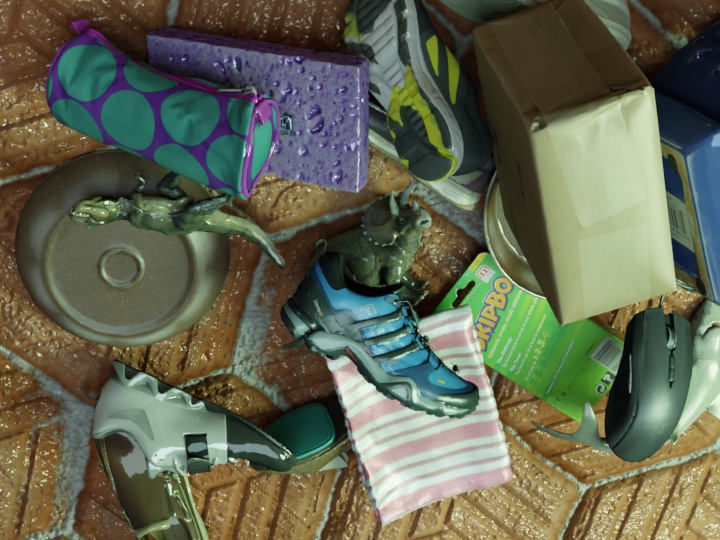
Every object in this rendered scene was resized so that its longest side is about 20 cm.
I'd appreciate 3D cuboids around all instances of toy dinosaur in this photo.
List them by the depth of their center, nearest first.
[{"bbox_3d":[-0.150,-0.059,1.336,0.197,0.048,0.089,12,128,-13],"label":"toy dinosaur"},{"bbox_3d":[0.000,0.000,1.412,0.199,0.077,0.103,-32,99,23],"label":"toy dinosaur"}]

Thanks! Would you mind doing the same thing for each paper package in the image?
[{"bbox_3d":[0.171,-0.092,1.236,0.102,0.191,0.202,-17,125,-2],"label":"paper package"}]

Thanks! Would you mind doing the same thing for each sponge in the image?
[{"bbox_3d":[-0.087,-0.138,1.300,0.198,0.030,0.113,11,118,19],"label":"sponge"}]

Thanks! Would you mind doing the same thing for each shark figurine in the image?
[{"bbox_3d":[0.277,0.133,1.480,0.213,0.089,0.129,-33,106,-19],"label":"shark figurine"}]

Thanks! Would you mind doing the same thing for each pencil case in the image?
[{"bbox_3d":[-0.162,-0.133,1.268,0.198,0.085,0.093,21,115,16],"label":"pencil case"}]

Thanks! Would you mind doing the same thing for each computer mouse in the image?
[{"bbox_3d":[0.253,0.070,1.391,0.139,0.046,0.202,20,85,-27],"label":"computer mouse"}]

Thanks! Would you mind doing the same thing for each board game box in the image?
[{"bbox_3d":[0.165,0.061,1.472,0.199,0.030,0.096,31,109,-22],"label":"board game box"}]

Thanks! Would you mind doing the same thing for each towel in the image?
[{"bbox_3d":[0.058,0.137,1.439,0.145,0.030,0.202,-18,118,-3],"label":"towel"}]

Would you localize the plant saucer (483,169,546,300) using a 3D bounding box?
[{"bbox_3d":[0.202,-0.067,1.393,0.197,0.035,0.203,-6,119,-11],"label":"plant saucer"}]

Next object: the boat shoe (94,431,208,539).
[{"bbox_3d":[-0.199,0.228,1.499,0.074,0.075,0.204,-23,117,7],"label":"boat shoe"}]

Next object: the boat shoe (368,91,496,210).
[{"bbox_3d":[0.038,-0.129,1.343,0.199,0.072,0.065,34,100,-20],"label":"boat shoe"}]

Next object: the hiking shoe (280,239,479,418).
[{"bbox_3d":[0.029,0.059,1.353,0.199,0.074,0.087,30,99,-11],"label":"hiking shoe"}]

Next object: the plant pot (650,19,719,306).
[{"bbox_3d":[0.326,-0.087,1.290,0.178,0.200,0.202,-22,117,-11],"label":"plant pot"}]

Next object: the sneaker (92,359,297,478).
[{"bbox_3d":[-0.159,0.163,1.442,0.198,0.074,0.089,22,78,5],"label":"sneaker"}]

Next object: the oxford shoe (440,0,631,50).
[{"bbox_3d":[0.140,-0.238,1.303,0.198,0.075,0.058,19,72,-5],"label":"oxford shoe"}]

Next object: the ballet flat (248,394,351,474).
[{"bbox_3d":[-0.013,0.151,1.490,0.199,0.068,0.072,-35,133,8],"label":"ballet flat"}]

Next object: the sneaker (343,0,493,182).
[{"bbox_3d":[0.049,-0.163,1.292,0.074,0.202,0.084,-29,161,36],"label":"sneaker"}]

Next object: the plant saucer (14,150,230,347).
[{"bbox_3d":[-0.217,-0.010,1.399,0.197,0.037,0.203,-2,118,-4],"label":"plant saucer"}]
